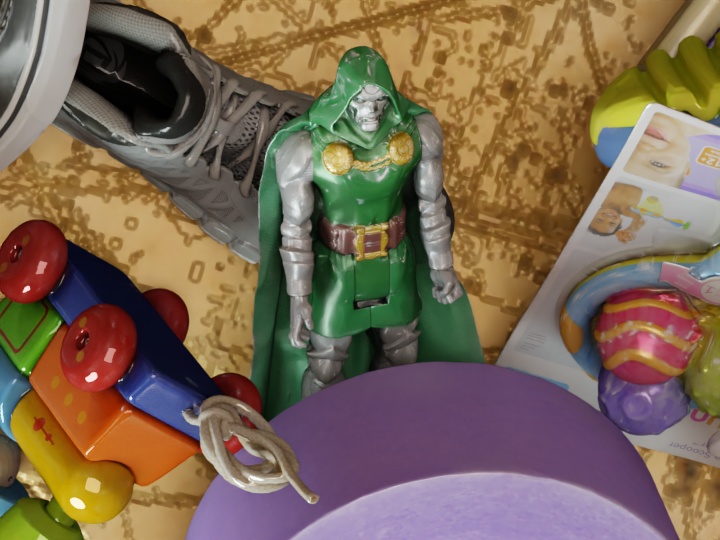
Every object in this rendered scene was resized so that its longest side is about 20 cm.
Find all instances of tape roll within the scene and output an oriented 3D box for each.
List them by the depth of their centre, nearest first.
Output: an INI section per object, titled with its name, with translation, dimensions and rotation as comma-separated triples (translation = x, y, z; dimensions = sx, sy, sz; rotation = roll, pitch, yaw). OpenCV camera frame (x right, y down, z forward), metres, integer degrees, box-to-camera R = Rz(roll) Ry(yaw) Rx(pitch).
[tape roll]
translation = 0.032, 0.141, 1.073
dimensions = 0.200, 0.085, 0.200
rotation = -4, 118, -8

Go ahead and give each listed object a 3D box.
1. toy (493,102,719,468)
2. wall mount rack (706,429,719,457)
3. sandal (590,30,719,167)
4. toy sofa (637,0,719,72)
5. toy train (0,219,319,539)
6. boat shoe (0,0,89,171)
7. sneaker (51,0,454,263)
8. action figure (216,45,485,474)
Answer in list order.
[toy]
translation = 0.127, 0.025, 1.067
dimensions = 0.115, 0.200, 0.047
rotation = 18, 50, -6
[wall mount rack]
translation = 0.237, 0.080, 1.099
dimensions = 0.200, 0.174, 0.075
rotation = -13, 74, -5
[sandal]
translation = 0.187, -0.048, 1.050
dimensions = 0.200, 0.080, 0.087
rotation = -2, 114, 11
[toy sofa]
translation = 0.216, -0.057, 1.116
dimensions = 0.200, 0.098, 0.083
rotation = 38, 88, -7
[toy train]
translation = -0.098, 0.076, 1.048
dimensions = 0.085, 0.200, 0.116
rotation = 31, 100, -39
[boat shoe]
translation = -0.169, -0.063, 1.038
dimensions = 0.200, 0.071, 0.072
rotation = -53, 54, 33
[sneaker]
translation = -0.052, -0.048, 1.078
dimensions = 0.200, 0.115, 0.075
rotation = 25, 90, -6
[action figure]
translation = 0.000, 0.000, 1.069
dimensions = 0.118, 0.055, 0.200
rotation = -13, 128, -15
